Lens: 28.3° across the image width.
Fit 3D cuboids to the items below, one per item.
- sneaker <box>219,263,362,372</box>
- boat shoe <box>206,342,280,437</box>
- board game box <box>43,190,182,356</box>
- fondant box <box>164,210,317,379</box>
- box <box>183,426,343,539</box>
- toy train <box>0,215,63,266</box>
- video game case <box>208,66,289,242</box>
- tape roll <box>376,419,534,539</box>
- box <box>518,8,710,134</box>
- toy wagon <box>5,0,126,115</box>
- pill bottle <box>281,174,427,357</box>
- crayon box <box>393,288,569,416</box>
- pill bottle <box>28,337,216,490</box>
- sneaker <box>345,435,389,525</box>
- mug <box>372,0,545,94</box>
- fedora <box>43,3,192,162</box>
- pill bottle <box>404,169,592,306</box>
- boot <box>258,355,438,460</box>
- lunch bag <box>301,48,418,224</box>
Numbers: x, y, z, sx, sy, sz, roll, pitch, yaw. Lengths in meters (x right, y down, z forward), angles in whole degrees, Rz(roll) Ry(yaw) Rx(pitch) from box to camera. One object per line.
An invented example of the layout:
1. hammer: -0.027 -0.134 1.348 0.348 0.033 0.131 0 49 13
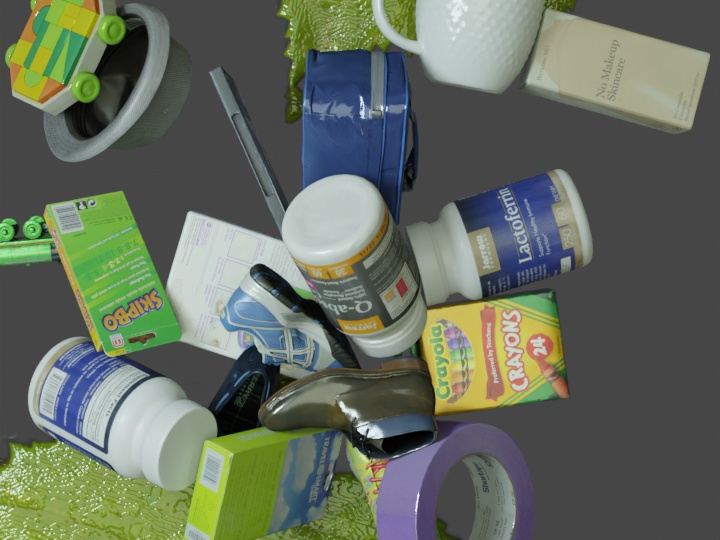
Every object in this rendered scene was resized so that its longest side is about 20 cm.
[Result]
1. sneaker: -0.074 0.072 1.574 0.077 0.076 0.200 -43 122 10
2. boat shoe: -0.150 0.174 1.618 0.083 0.069 0.202 16 114 -3
3. board game box: -0.278 0.006 1.602 0.095 0.030 0.202 -13 62 -30
4. fondant box: -0.124 0.030 1.649 0.197 0.058 0.146 18 91 -1
5. box: -0.105 0.236 1.598 0.047 0.199 0.124 23 106 33
6. toy train: -0.425 -0.029 1.648 0.197 0.042 0.057 -5 101 -2
7. video game case: -0.116 -0.127 1.603 0.019 0.143 0.202 -25 92 1
8. tape roll: 0.109 0.271 1.601 0.198 0.065 0.203 1 88 -43
9. box: 0.290 -0.229 1.647 0.197 0.078 0.096 14 91 -2
10. toy wagon: -0.325 -0.276 1.599 0.154 0.039 0.202 25 90 41
11. pill bottle: 0.000 0.000 1.549 0.115 0.117 0.201 -30 136 -1
12. crayon box: 0.137 0.098 1.663 0.197 0.051 0.129 -9 92 -1
13. pill bottle: -0.260 0.159 1.569 0.198 0.115 0.117 23 91 32
14. sneaker: 0.041 0.257 1.643 0.077 0.090 0.202 -24 91 0
15. mug: 0.108 -0.298 1.601 0.197 0.148 0.178 8 96 -15
16. fedora: -0.260 -0.201 1.608 0.090 0.177 0.200 25 113 -43
17. pill bottle: 0.156 -0.033 1.628 0.197 0.116 0.117 -18 92 -1
18. boot: -0.009 0.161 1.557 0.197 0.075 0.098 -15 48 -4
19. lunch bag: 0.001 -0.139 1.590 0.130 0.137 0.202 2 127 0
